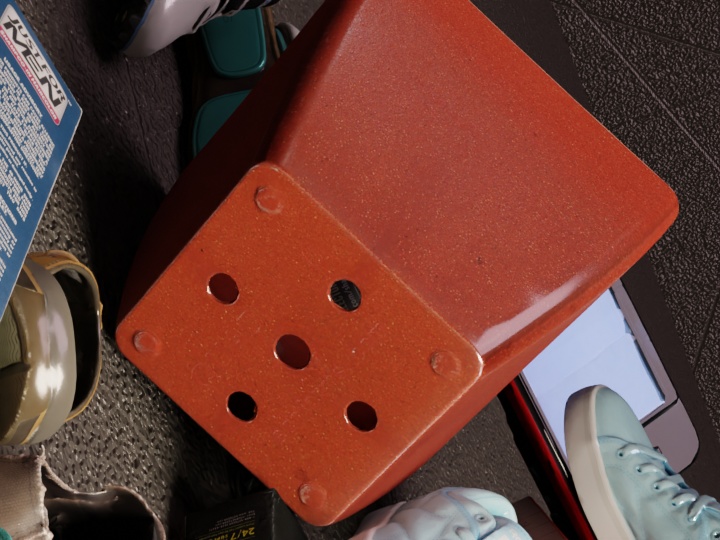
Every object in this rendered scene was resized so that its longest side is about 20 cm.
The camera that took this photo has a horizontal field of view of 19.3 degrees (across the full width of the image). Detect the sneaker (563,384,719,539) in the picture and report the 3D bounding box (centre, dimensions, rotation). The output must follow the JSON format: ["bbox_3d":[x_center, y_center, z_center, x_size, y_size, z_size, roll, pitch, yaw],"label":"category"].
[{"bbox_3d":[0.176,0.141,1.119,0.074,0.082,0.201,18,45,-58],"label":"sneaker"}]

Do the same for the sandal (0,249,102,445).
[{"bbox_3d":[-0.115,0.019,0.756,0.200,0.054,0.083,-178,-98,-73],"label":"sandal"}]

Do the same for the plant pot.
[{"bbox_3d":[0.000,0.000,1.004,0.200,0.200,0.176,42,34,-2],"label":"plant pot"}]

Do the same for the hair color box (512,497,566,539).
[{"bbox_3d":[0.076,0.189,1.140,0.200,0.101,0.062,-129,-165,-80],"label":"hair color box"}]

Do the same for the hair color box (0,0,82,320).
[{"bbox_3d":[-0.158,-0.011,0.667,0.061,0.099,0.201,59,17,-24],"label":"hair color box"}]

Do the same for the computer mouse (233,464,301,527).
[{"bbox_3d":[-0.013,0.110,1.160,0.201,0.046,0.141,-84,150,-60],"label":"computer mouse"}]

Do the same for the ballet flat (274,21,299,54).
[{"bbox_3d":[-0.023,-0.094,1.297,0.070,0.069,0.200,62,3,-27],"label":"ballet flat"}]

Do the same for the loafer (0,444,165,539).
[{"bbox_3d":[-0.098,0.120,0.775,0.200,0.070,0.074,45,29,-60],"label":"loafer"}]

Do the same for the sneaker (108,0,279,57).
[{"bbox_3d":[-0.078,-0.166,1.170,0.072,0.072,0.200,39,35,-5],"label":"sneaker"}]

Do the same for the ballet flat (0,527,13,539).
[{"bbox_3d":[-0.140,0.154,0.602,0.200,0.067,0.069,-61,140,-59],"label":"ballet flat"}]

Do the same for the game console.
[{"bbox_3d":[0.129,0.054,1.223,0.172,0.118,0.201,-30,96,-31],"label":"game console"}]

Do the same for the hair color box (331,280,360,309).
[{"bbox_3d":[0.004,-0.009,1.290,0.200,0.061,0.102,-103,169,-68],"label":"hair color box"}]

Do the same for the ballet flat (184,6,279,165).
[{"bbox_3d":[-0.069,-0.087,1.219,0.073,0.067,0.201,83,-4,-50],"label":"ballet flat"}]

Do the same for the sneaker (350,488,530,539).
[{"bbox_3d":[0.039,0.141,0.988,0.200,0.081,0.074,-69,134,-76],"label":"sneaker"}]

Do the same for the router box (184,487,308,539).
[{"bbox_3d":[-0.019,0.220,0.968,0.150,0.051,0.201,-94,160,-49],"label":"router box"}]
